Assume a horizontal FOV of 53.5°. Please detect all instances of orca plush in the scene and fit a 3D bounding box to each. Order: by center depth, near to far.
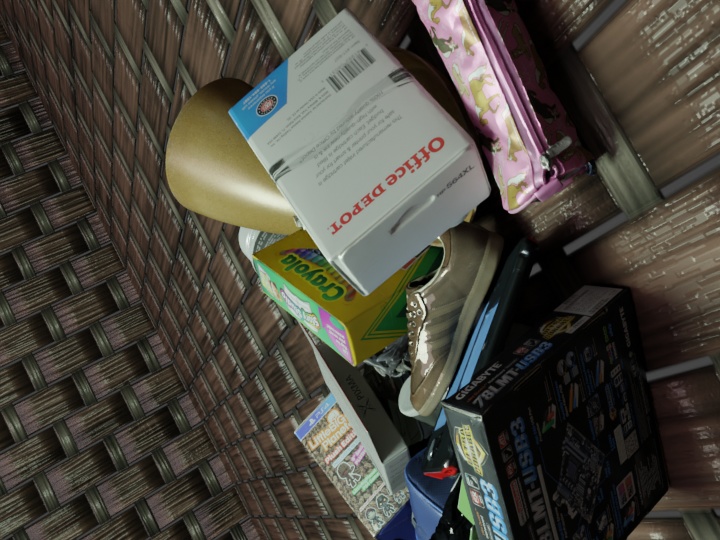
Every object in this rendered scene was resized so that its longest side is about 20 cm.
[{"bbox_3d":[0.113,0.217,0.733,0.105,0.197,0.072,39,155,51],"label":"orca plush"}]

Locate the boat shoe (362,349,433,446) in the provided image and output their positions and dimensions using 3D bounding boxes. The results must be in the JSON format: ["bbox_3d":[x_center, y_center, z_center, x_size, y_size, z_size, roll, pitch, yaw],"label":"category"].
[{"bbox_3d":[0.035,0.149,0.988,0.204,0.061,0.072,62,154,4],"label":"boat shoe"}]

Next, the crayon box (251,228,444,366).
[{"bbox_3d":[0.000,0.000,0.793,0.199,0.170,0.060,30,140,48],"label":"crayon box"}]

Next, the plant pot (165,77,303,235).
[{"bbox_3d":[-0.120,-0.129,0.933,0.197,0.186,0.190,27,139,28],"label":"plant pot"}]

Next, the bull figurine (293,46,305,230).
[{"bbox_3d":[-0.048,-0.149,0.810,0.065,0.119,0.205,-115,3,-82],"label":"bull figurine"}]

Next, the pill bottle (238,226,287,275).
[{"bbox_3d":[-0.087,-0.017,1.013,0.199,0.112,0.116,38,145,42],"label":"pill bottle"}]

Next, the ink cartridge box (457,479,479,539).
[{"bbox_3d":[0.142,0.179,0.652,0.059,0.198,0.106,34,143,33],"label":"ink cartridge box"}]

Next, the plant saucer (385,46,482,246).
[{"bbox_3d":[0.062,-0.126,0.717,0.200,0.035,0.204,43,147,37],"label":"plant saucer"}]

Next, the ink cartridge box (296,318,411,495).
[{"bbox_3d":[-0.005,0.163,0.920,0.201,0.044,0.178,54,167,38],"label":"ink cartridge box"}]

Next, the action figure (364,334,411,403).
[{"bbox_3d":[0.044,0.080,0.853,0.102,0.118,0.202,42,154,20],"label":"action figure"}]

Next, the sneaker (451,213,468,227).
[{"bbox_3d":[0.040,-0.088,0.696,0.199,0.073,0.085,38,170,39],"label":"sneaker"}]

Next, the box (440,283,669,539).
[{"bbox_3d":[0.166,0.146,0.576,0.049,0.196,0.205,6,120,53],"label":"box"}]

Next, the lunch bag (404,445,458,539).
[{"bbox_3d":[0.141,0.283,0.823,0.199,0.134,0.136,30,139,48],"label":"lunch bag"}]

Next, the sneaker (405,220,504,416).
[{"bbox_3d":[0.074,0.044,0.701,0.074,0.071,0.205,22,112,7],"label":"sneaker"}]

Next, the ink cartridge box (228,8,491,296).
[{"bbox_3d":[-0.004,-0.104,0.618,0.202,0.145,0.084,55,-176,31],"label":"ink cartridge box"}]

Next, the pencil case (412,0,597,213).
[{"bbox_3d":[0.108,-0.151,0.553,0.086,0.082,0.204,-23,92,56],"label":"pencil case"}]

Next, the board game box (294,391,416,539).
[{"bbox_3d":[0.020,0.292,1.044,0.200,0.097,0.160,43,175,37],"label":"board game box"}]

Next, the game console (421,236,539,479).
[{"bbox_3d":[0.103,0.085,0.639,0.030,0.204,0.177,20,165,9],"label":"game console"}]

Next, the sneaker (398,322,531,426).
[{"bbox_3d":[0.140,0.124,0.776,0.098,0.072,0.199,30,136,-26],"label":"sneaker"}]
